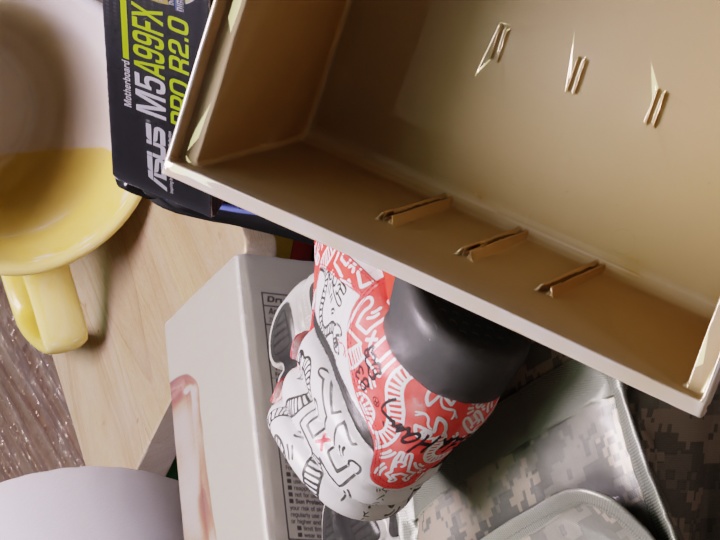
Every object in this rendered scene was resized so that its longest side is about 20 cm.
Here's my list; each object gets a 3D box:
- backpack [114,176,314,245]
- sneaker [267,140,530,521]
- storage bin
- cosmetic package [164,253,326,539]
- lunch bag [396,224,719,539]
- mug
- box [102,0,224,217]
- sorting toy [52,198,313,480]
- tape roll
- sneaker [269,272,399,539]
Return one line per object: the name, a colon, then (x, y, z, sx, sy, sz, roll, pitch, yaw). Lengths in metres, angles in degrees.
backpack: (-0.001, -0.109, 1.121, 0.147, 0.182, 0.201, 176, 106, -81)
sneaker: (-0.001, 0.000, 0.988, 0.108, 0.067, 0.202, -56, 32, 32)
storage bin: (0.067, -0.090, 0.850, 0.200, 0.094, 0.199, 24, 108, 20)
cosmetic package: (-0.022, 0.104, 1.193, 0.087, 0.103, 0.201, -39, 49, 51)
lunch bag: (0.092, 0.086, 0.974, 0.164, 0.117, 0.201, -39, 52, 53)
mug: (-0.201, -0.063, 1.377, 0.153, 0.149, 0.187, -161, 86, -69)
box: (-0.036, -0.140, 0.924, 0.200, 0.044, 0.160, 94, -159, -55)
sorting toy: (-0.091, -0.002, 1.375, 0.199, 0.069, 0.200, -62, 35, 34)
tape roll: (-0.148, 0.190, 1.301, 0.203, 0.202, 0.071, -61, 36, 34)
sneaker: (0.030, 0.089, 1.130, 0.081, 0.083, 0.201, -34, 64, 44)
